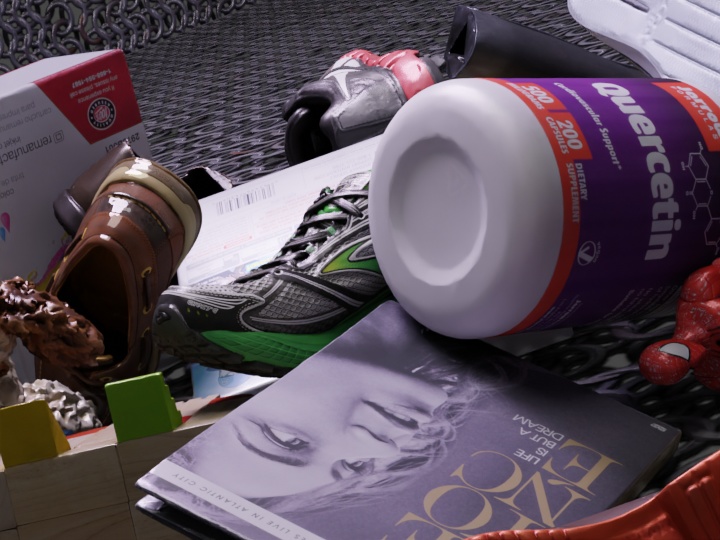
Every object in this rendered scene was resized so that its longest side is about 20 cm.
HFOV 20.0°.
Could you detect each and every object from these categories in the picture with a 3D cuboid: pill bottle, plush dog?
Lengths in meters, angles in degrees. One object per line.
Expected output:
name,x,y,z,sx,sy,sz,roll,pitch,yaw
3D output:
pill bottle,0.107,-0.032,0.934,0.199,0.114,0.112,-6,3,-41
plush dog,-0.224,0.052,0.999,0.199,0.161,0.172,-23,-10,-30

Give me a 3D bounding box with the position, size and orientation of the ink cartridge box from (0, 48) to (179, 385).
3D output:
ink cartridge box,-0.192,-0.017,1.248,0.082,0.202,0.145,-1,20,42

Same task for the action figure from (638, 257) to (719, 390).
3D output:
action figure,0.209,0.008,0.921,0.199,0.066,0.052,-22,24,-19

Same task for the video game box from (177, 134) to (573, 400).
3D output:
video game box,0.000,0.000,1.105,0.198,0.047,0.183,-19,35,4

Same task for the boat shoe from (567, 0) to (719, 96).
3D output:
boat shoe,0.198,-0.126,1.165,0.062,0.072,0.200,24,15,-42

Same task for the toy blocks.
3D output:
toy blocks,-0.091,0.093,0.926,0.198,0.101,0.137,-13,2,6

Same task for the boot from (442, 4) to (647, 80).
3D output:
boot,0.157,-0.114,1.271,0.198,0.066,0.165,23,-4,-10

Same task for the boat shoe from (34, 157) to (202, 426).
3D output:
boat shoe,-0.144,0.029,1.092,0.072,0.201,0.068,29,43,5

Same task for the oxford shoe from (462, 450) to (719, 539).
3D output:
oxford shoe,0.076,0.117,0.680,0.198,0.072,0.073,-20,-16,-1

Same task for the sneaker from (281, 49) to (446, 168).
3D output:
sneaker,-0.010,-0.091,1.256,0.097,0.071,0.200,-24,10,-14

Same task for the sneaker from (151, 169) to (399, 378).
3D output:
sneaker,-0.018,-0.001,0.948,0.078,0.086,0.199,7,17,43

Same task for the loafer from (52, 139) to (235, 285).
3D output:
loafer,-0.090,-0.020,1.229,0.199,0.072,0.073,23,19,-45

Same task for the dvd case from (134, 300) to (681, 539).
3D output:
dvd case,0.025,0.078,0.816,0.148,0.016,0.200,24,31,21
